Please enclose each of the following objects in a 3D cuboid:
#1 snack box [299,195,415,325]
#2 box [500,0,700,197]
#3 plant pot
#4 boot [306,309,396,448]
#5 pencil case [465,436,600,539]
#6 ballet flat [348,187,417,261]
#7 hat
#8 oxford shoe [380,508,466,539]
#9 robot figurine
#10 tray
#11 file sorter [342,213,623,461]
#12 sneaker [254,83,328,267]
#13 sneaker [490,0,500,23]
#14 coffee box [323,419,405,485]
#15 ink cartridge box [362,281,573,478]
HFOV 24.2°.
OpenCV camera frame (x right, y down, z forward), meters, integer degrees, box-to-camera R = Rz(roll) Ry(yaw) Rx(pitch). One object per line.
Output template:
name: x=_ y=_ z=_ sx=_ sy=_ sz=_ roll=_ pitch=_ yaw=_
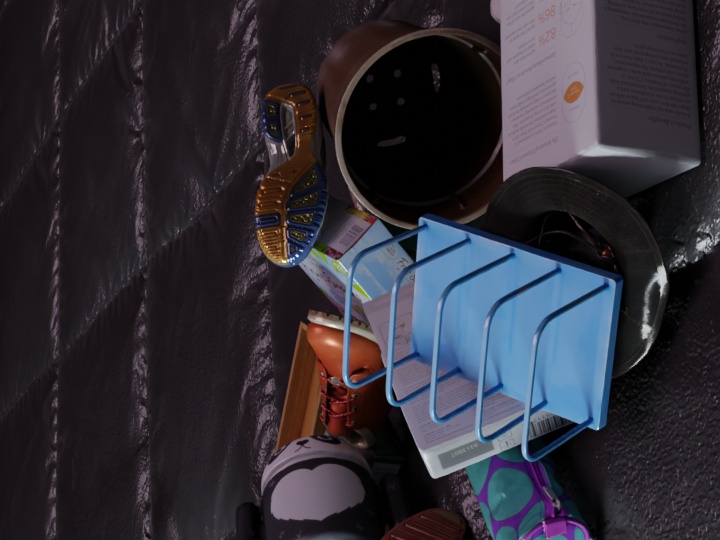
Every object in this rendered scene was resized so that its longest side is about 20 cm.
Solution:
snack box: x=0.000 y=0.000 z=1.755 sx=0.068 sy=0.169 sz=0.200 roll=-46 pitch=30 yaw=-10
box: x=0.204 y=-0.172 z=1.451 sx=0.152 sy=0.106 sz=0.200 roll=-26 pitch=61 yaw=61
plant pot: x=0.047 y=-0.163 z=1.698 sx=0.198 sy=0.200 sz=0.201 roll=-131 pitch=52 yaw=-66
boot: x=-0.012 y=0.114 z=1.743 sx=0.075 sy=0.200 sz=0.107 roll=14 pitch=69 yaw=28
pencil case: x=0.142 y=0.184 z=1.521 sx=0.200 sy=0.085 sz=0.093 roll=-111 pitch=34 yaw=-46
ballet flat: x=0.042 y=-0.043 z=1.824 sx=0.200 sy=0.068 sz=0.067 roll=-121 pitch=24 yaw=-54
hat: x=0.194 y=-0.012 z=1.442 sx=0.200 sy=0.081 sz=0.201 roll=21 pitch=129 yaw=28
oxford shoe: x=0.039 y=0.313 z=1.642 sx=0.071 sy=0.200 sz=0.074 roll=22 pitch=137 yaw=27
robot figurine: x=-0.038 y=0.261 z=1.719 sx=0.125 sy=0.150 sz=0.200 roll=-53 pitch=30 yaw=32
tray: x=-0.057 y=0.171 z=2.003 sx=0.099 sy=0.037 sz=0.200 roll=32 pitch=112 yaw=63
file sorter: x=0.097 y=0.058 z=1.408 sx=0.200 sy=0.123 sz=0.139 roll=19 pitch=119 yaw=33
sneaker: x=-0.060 y=-0.088 z=1.712 sx=0.088 sy=0.075 sz=0.200 roll=65 pitch=-154 yaw=-63
sneaker: x=0.162 y=-0.298 z=1.580 sx=0.200 sy=0.099 sz=0.075 roll=136 pitch=132 yaw=-56
coffee box: x=-0.018 y=0.247 z=1.890 sx=0.200 sy=0.044 sz=0.123 roll=-67 pitch=30 yaw=30
ink cartridge box: x=0.106 y=0.080 z=1.543 sx=0.200 sy=0.162 sz=0.057 roll=-113 pitch=1 yaw=-50
